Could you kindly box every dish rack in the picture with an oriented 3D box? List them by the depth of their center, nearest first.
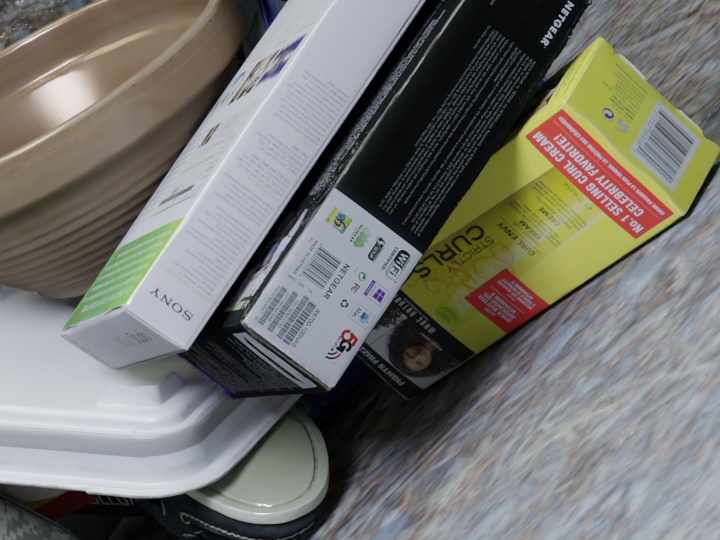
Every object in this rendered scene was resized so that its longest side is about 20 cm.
[{"bbox_3d":[-0.130,0.045,1.332,0.200,0.044,0.172,2,24,24],"label":"dish rack"}]

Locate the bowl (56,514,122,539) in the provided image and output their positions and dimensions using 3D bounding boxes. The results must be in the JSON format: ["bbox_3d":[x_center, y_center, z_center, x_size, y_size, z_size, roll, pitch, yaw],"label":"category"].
[{"bbox_3d":[-0.205,0.133,1.639,0.201,0.090,0.201,-18,30,11],"label":"bowl"}]

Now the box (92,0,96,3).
[{"bbox_3d":[-0.124,-0.139,1.598,0.200,0.038,0.137,-51,17,33],"label":"box"}]

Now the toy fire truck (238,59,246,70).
[{"bbox_3d":[0.000,-0.106,1.449,0.200,0.129,0.176,-28,-1,36],"label":"toy fire truck"}]

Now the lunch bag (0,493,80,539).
[{"bbox_3d":[-0.228,0.211,1.341,0.200,0.139,0.168,-40,28,35],"label":"lunch bag"}]

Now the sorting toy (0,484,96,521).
[{"bbox_3d":[-0.212,0.080,1.464,0.199,0.070,0.200,-11,32,16],"label":"sorting toy"}]

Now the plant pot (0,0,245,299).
[{"bbox_3d":[-0.132,-0.051,1.354,0.201,0.093,0.201,-25,20,10],"label":"plant pot"}]

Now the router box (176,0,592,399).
[{"bbox_3d":[0.002,-0.041,1.218,0.200,0.051,0.149,-56,13,-13],"label":"router box"}]

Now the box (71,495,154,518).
[{"bbox_3d":[-0.098,0.051,1.550,0.158,0.050,0.200,-1,37,38],"label":"box"}]

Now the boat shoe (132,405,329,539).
[{"bbox_3d":[-0.069,0.097,1.334,0.074,0.066,0.199,-21,25,-27],"label":"boat shoe"}]

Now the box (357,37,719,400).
[{"bbox_3d":[0.061,-0.018,1.240,0.200,0.075,0.050,-36,16,45],"label":"box"}]

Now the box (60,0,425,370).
[{"bbox_3d":[-0.048,-0.049,1.221,0.200,0.036,0.144,-55,10,-13],"label":"box"}]

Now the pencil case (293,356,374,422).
[{"bbox_3d":[0.000,0.000,1.421,0.200,0.078,0.087,-44,37,9],"label":"pencil case"}]

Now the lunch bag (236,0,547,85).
[{"bbox_3d":[-0.009,-0.128,1.665,0.124,0.200,0.170,-47,9,-10],"label":"lunch bag"}]
